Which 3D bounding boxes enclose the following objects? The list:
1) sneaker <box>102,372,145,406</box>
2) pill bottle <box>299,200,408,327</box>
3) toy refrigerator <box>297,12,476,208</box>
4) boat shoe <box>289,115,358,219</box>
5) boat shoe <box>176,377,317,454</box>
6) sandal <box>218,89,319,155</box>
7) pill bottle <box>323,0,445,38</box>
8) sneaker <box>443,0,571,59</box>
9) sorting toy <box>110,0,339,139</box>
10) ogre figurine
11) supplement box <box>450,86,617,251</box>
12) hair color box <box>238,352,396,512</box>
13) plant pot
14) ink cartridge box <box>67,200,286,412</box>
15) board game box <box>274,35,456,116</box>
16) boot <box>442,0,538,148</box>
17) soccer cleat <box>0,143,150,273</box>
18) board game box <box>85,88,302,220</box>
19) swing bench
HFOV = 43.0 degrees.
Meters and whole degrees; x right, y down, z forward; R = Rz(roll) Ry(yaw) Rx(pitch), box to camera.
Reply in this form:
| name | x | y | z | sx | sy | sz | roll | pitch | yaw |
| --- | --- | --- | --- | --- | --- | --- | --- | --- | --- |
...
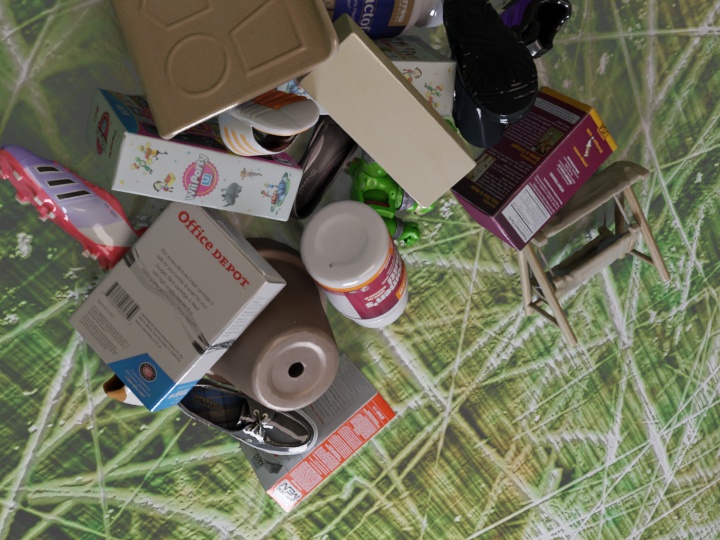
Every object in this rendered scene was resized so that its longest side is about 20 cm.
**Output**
| name | x | y | z | sx | sy | sz | roll | pitch | yaw |
| --- | --- | --- | --- | --- | --- | --- | --- | --- | --- |
| sneaker | -0.261 | 0.075 | 1.108 | 0.084 | 0.073 | 0.202 | 11 | 106 | -30 |
| pill bottle | 0.000 | 0.000 | 1.151 | 0.109 | 0.110 | 0.200 | -42 | 156 | -4 |
| toy refrigerator | 0.026 | -0.164 | 0.949 | 0.076 | 0.070 | 0.200 | -40 | 120 | 16 |
| boat shoe | -0.035 | -0.149 | 1.131 | 0.067 | 0.057 | 0.201 | 28 | 98 | -34 |
| boat shoe | -0.150 | 0.191 | 1.182 | 0.198 | 0.057 | 0.069 | 20 | 85 | -4 |
| sandal | -0.113 | -0.152 | 0.935 | 0.079 | 0.206 | 0.060 | -20 | 120 | -34 |
| pill bottle | 0.002 | -0.320 | 1.030 | 0.198 | 0.116 | 0.117 | -10 | 118 | -27 |
| sneaker | 0.188 | -0.285 | 1.160 | 0.200 | 0.099 | 0.070 | -46 | 125 | -2 |
| sorting toy | -0.136 | -0.246 | 0.896 | 0.199 | 0.187 | 0.036 | -25 | 166 | 8 |
| ogre figurine | 0.044 | -0.108 | 1.166 | 0.119 | 0.099 | 0.200 | -3 | 159 | -22 |
| supplement box | 0.236 | -0.140 | 1.254 | 0.200 | 0.110 | 0.086 | -47 | 127 | 0 |
| hair color box | -0.061 | 0.222 | 1.269 | 0.200 | 0.111 | 0.064 | -40 | 128 | -5 |
| plant pot | -0.111 | 0.084 | 1.134 | 0.198 | 0.175 | 0.202 | -13 | 121 | -23 |
| ink cartridge box | -0.203 | 0.034 | 1.031 | 0.200 | 0.146 | 0.084 | -46 | 169 | 6 |
| board game box | -0.009 | -0.223 | 1.031 | 0.198 | 0.148 | 0.065 | -3 | 116 | -14 |
| boot | 0.149 | -0.197 | 1.042 | 0.076 | 0.201 | 0.169 | -19 | 144 | 0 |
| soccer cleat | -0.316 | -0.077 | 1.016 | 0.200 | 0.066 | 0.077 | 50 | 63 | -34 |
| board game box | -0.183 | -0.127 | 0.996 | 0.198 | 0.148 | 0.065 | 7 | 113 | -32 |
| swing bench | 0.328 | -0.037 | 1.350 | 0.198 | 0.130 | 0.201 | -30 | 119 | -12 |
